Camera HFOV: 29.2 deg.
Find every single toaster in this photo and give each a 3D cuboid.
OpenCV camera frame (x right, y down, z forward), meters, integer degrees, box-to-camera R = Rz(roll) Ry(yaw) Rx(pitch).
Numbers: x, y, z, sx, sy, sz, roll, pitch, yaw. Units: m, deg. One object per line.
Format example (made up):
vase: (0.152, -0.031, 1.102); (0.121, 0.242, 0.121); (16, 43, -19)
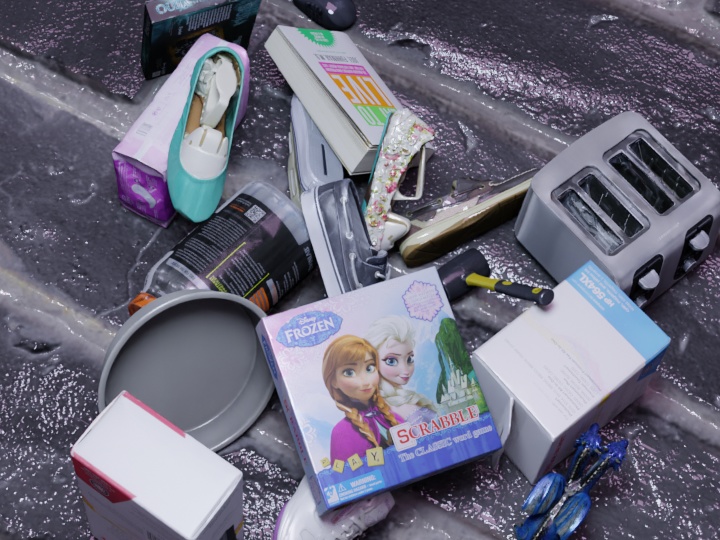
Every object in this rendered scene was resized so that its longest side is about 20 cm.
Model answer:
toaster: (0.287, -0.062, 1.561); (0.180, 0.119, 0.200); (-33, 68, -21)

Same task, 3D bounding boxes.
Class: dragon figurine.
dragon figurine: (0.197, 0.243, 1.396); (0.059, 0.100, 0.200); (35, 65, 16)

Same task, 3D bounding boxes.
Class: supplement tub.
supplement tub: (-0.147, 0.008, 1.492); (0.122, 0.123, 0.200); (39, 65, 17)

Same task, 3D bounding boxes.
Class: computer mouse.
computer mouse: (-0.083, -0.373, 1.759); (0.199, 0.034, 0.059); (39, 66, 17)

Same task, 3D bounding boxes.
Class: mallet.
mallet: (0.153, 0.010, 1.491); (0.066, 0.199, 0.042); (-36, 111, -25)

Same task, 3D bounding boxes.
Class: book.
book: (-0.012, -0.204, 1.634); (0.133, 0.048, 0.201); (-7, 54, -51)

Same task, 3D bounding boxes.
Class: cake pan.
cake pan: (-0.177, 0.103, 1.409); (0.198, 0.202, 0.037); (-25, 38, -17)

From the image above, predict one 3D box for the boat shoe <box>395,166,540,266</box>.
boat shoe: (0.124, -0.077, 1.585); (0.198, 0.073, 0.065); (-26, 70, -17)

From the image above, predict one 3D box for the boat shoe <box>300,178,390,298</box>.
boat shoe: (0.000, 0.000, 1.486); (0.067, 0.072, 0.203); (-16, 97, 18)

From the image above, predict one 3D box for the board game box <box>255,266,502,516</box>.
board game box: (0.018, 0.118, 1.393); (0.197, 0.041, 0.202); (-17, 76, -20)

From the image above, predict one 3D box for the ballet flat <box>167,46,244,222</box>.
ballet flat: (-0.165, -0.155, 1.486); (0.066, 0.070, 0.203); (14, 68, -16)

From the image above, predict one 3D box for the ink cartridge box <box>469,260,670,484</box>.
ink cartridge box: (0.202, 0.114, 1.451); (0.199, 0.129, 0.125); (-34, 68, -21)

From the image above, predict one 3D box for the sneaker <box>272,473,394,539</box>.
sneaker: (-0.025, 0.244, 1.389); (0.098, 0.075, 0.202); (17, 63, 15)

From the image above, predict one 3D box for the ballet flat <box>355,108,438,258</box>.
ballet flat: (0.033, -0.078, 1.532); (0.063, 0.076, 0.203); (19, 104, 4)

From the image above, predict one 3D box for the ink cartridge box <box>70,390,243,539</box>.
ink cartridge box: (-0.190, 0.224, 1.325); (0.146, 0.201, 0.086); (31, 63, 13)

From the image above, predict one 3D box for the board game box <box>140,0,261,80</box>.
board game box: (-0.187, -0.282, 1.609); (0.133, 0.200, 0.029); (-19, 84, -14)

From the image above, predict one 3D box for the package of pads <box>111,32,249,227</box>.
package of pads: (-0.201, -0.162, 1.585); (0.075, 0.121, 0.201); (26, 62, 11)

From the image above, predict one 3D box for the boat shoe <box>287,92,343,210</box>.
boat shoe: (-0.060, -0.147, 1.615); (0.071, 0.062, 0.202); (26, 39, -23)
